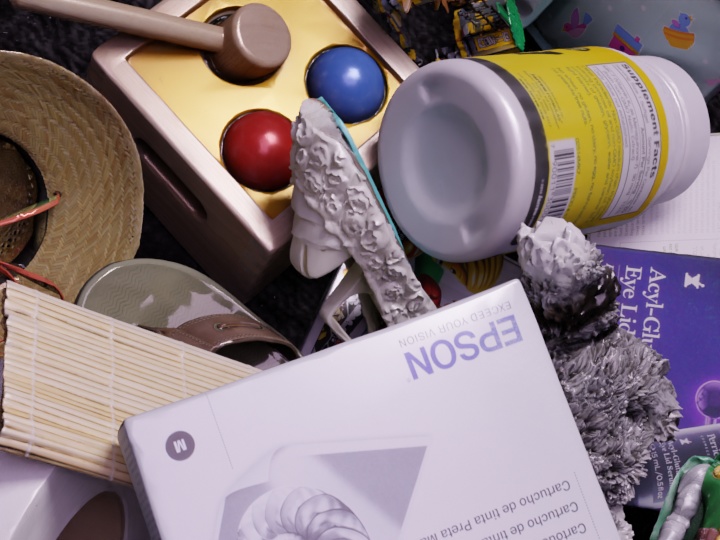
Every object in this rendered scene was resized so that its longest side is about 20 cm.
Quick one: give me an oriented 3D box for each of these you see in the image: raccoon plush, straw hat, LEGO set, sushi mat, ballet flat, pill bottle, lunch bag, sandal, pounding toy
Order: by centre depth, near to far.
[{"bbox_3d":[-0.083,0.071,0.687,0.199,0.012,0.096,23,37,-32],"label":"sushi mat"},{"bbox_3d":[0.088,0.085,0.724,0.200,0.096,0.135,51,49,-41],"label":"raccoon plush"},{"bbox_3d":[0.000,0.000,0.805,0.072,0.071,0.201,-47,126,-25],"label":"ballet flat"},{"bbox_3d":[-0.223,-0.041,0.815,0.199,0.203,0.085,-13,31,-20],"label":"straw hat"},{"bbox_3d":[-0.069,0.056,0.815,0.200,0.057,0.080,32,71,-4],"label":"sandal"},{"bbox_3d":[0.116,-0.075,0.858,0.199,0.114,0.115,-12,73,-43],"label":"pill bottle"},{"bbox_3d":[-0.081,-0.111,0.861,0.184,0.142,0.200,-41,86,-25],"label":"pounding toy"},{"bbox_3d":[0.021,-0.201,0.911,0.115,0.200,0.156,-13,86,19],"label":"LEGO set"},{"bbox_3d":[0.184,-0.207,0.957,0.122,0.170,0.201,-36,83,-31],"label":"lunch bag"}]

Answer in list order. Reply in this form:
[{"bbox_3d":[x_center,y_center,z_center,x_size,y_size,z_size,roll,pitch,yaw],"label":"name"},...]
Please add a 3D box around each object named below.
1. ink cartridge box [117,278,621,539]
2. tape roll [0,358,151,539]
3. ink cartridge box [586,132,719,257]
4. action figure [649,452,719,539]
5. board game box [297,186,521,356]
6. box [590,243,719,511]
[{"bbox_3d":[0.016,0.129,0.631,0.198,0.041,0.202,-19,83,-16],"label":"ink cartridge box"},{"bbox_3d":[-0.170,0.146,0.709,0.070,0.203,0.204,19,65,15],"label":"tape roll"},{"bbox_3d":[0.217,-0.009,0.957,0.198,0.076,0.150,-2,68,19],"label":"ink cartridge box"},{"bbox_3d":[0.173,0.160,0.702,0.117,0.055,0.201,16,63,15],"label":"action figure"},{"bbox_3d":[0.023,0.064,0.888,0.125,0.035,0.201,27,67,-5],"label":"board game box"},{"bbox_3d":[0.210,0.068,0.840,0.198,0.104,0.150,6,88,19],"label":"box"}]
